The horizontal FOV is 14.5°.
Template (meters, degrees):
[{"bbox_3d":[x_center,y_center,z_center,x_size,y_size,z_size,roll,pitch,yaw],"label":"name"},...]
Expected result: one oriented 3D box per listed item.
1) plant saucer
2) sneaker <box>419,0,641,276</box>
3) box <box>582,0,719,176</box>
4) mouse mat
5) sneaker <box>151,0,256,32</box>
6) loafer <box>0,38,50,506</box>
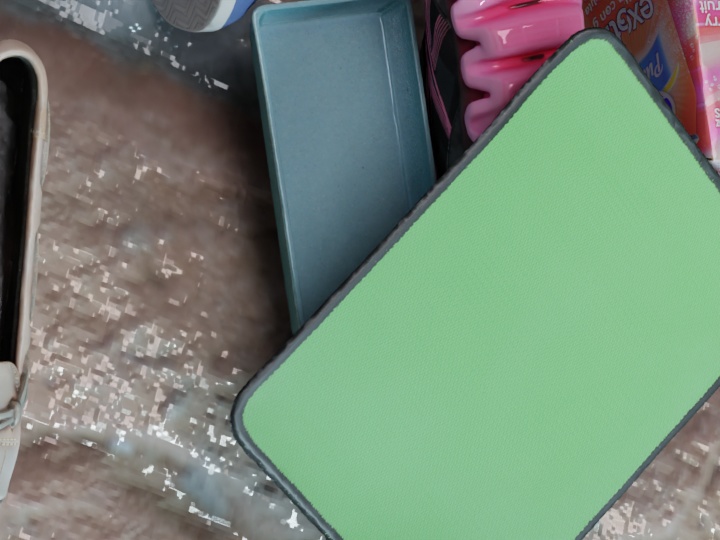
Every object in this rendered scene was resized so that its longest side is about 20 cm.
[{"bbox_3d":[0.000,0.000,1.040,0.070,0.019,0.201,-10,94,-33],"label":"plant saucer"},{"bbox_3d":[0.047,-0.099,1.057,0.079,0.095,0.201,-7,96,-25],"label":"sneaker"},{"bbox_3d":[0.186,-0.081,1.141,0.199,0.095,0.103,-2,80,-32],"label":"box"},{"bbox_3d":[0.060,0.030,1.027,0.200,0.008,0.161,-47,124,-10],"label":"mouse mat"},{"bbox_3d":[-0.038,-0.193,1.047,0.115,0.080,0.201,-13,93,-37],"label":"sneaker"},{"bbox_3d":[-0.140,0.018,0.938,0.072,0.063,0.201,14,72,-28],"label":"loafer"}]
